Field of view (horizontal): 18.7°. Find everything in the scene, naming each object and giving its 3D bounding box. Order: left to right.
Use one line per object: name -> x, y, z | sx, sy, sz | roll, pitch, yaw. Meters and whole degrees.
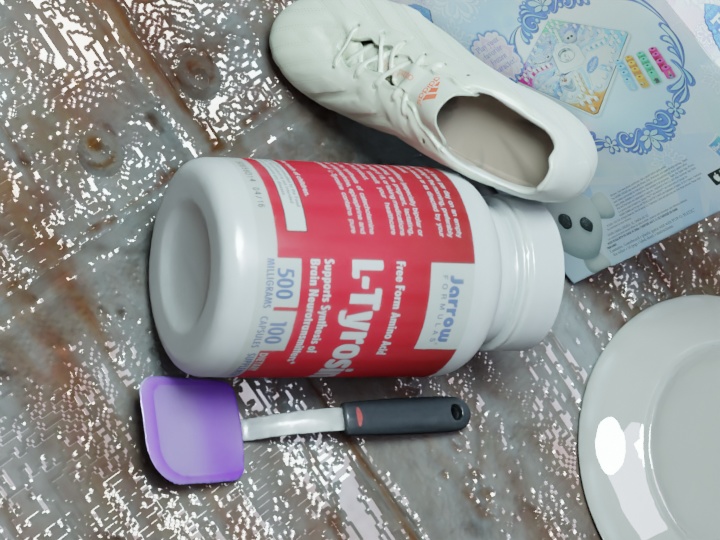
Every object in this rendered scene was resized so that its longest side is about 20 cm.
spatula -> -0.026, 0.081, 1.161 | 0.200, 0.021, 0.057 | -1, 76, -28
pill bottle -> 0.000, 0.000, 1.144 | 0.200, 0.112, 0.112 | 1, 76, -27
soccer cleat -> 0.034, -0.095, 1.166 | 0.200, 0.078, 0.069 | 28, 103, 16
board game box -> 0.121, -0.107, 1.183 | 0.199, 0.200, 0.043 | 49, 55, -8
dinner plate -> 0.217, 0.110, 1.278 | 0.200, 0.024, 0.200 | 7, 75, -26
